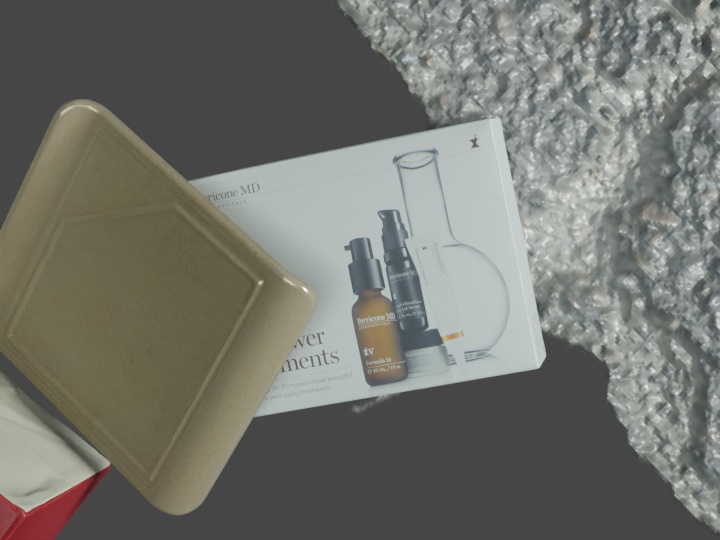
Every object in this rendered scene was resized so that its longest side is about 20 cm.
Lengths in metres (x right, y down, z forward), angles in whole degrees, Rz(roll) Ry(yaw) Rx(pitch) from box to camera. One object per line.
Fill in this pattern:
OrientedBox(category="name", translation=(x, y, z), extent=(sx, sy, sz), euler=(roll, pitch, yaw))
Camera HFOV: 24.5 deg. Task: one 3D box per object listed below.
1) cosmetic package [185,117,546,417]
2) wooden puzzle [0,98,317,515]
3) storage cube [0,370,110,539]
OrientedBox(category="cosmetic package", translation=(0.000, 0.000, 1.006), extent=(0.199, 0.052, 0.151), euler=(-11, 92, 12))
OrientedBox(category="wooden puzzle", translation=(-0.136, 0.022, 1.012), extent=(0.200, 0.037, 0.185), euler=(39, 118, 16))
OrientedBox(category="storage cube", translation=(-0.288, 0.146, 1.006), extent=(0.171, 0.200, 0.180), euler=(40, 96, 5))
